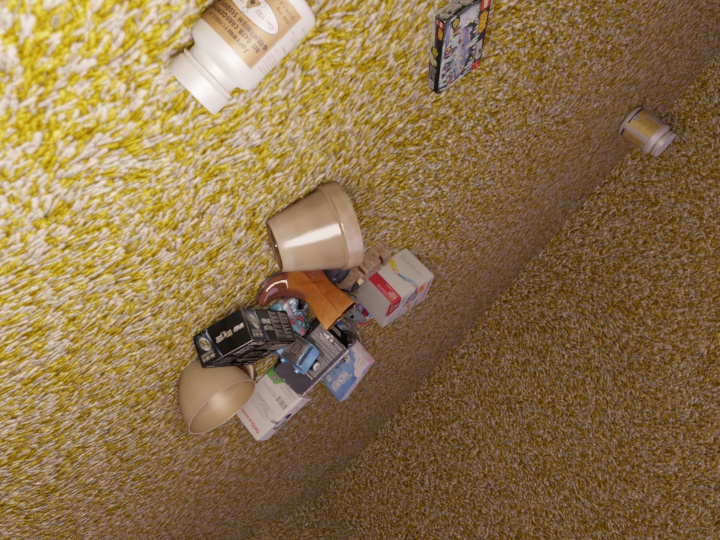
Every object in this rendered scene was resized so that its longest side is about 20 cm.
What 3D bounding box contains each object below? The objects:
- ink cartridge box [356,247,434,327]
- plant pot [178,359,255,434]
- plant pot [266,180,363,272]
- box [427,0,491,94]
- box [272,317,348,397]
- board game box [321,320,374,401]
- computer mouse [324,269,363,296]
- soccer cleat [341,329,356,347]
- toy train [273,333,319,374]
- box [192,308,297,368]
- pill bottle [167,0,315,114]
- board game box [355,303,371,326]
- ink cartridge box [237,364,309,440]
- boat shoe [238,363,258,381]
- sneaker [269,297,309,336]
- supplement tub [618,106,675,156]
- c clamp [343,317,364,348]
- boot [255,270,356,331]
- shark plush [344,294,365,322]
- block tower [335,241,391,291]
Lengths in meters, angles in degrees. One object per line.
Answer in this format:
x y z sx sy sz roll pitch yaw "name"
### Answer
0.112 0.054 1.955 0.199 0.145 0.146 -31 155 -30 "ink cartridge box"
-0.392 0.304 1.554 0.200 0.135 0.201 -36 158 -18 "plant pot"
-0.109 -0.078 1.325 0.173 0.201 0.200 -18 151 -14 "plant pot"
0.210 -0.492 1.289 0.137 0.040 0.200 -38 157 -15 "box"
-0.144 0.247 1.797 0.197 0.124 0.200 -46 -175 3 "box"
-0.072 0.296 1.999 0.043 0.199 0.200 -11 141 -52 "board game box"
-0.045 0.013 1.661 0.140 0.046 0.201 13 126 -26 "computer mouse"
-0.097 0.245 1.950 0.199 0.069 0.073 -18 150 19 "soccer cleat"
-0.198 0.204 1.627 0.087 0.199 0.114 -53 157 -17 "toy train"
-0.285 0.169 1.495 0.163 0.087 0.200 -29 163 21 "box"
-0.169 -0.323 0.845 0.200 0.114 0.114 -45 158 2 "pill bottle"
0.036 0.151 2.133 0.158 0.039 0.200 -36 156 -18 "board game box"
-0.288 0.427 1.935 0.200 0.146 0.084 -43 159 0 "ink cartridge box"
-0.336 0.307 1.757 0.075 0.075 0.203 -43 168 -41 "boat shoe"
-0.173 0.120 1.676 0.096 0.079 0.200 -45 158 -1 "sneaker"
1.271 -0.615 2.665 0.145 0.200 0.146 -36 157 -18 "supplement tub"
-0.025 0.221 2.049 0.027 0.171 0.201 -21 141 -11 "c clamp"
-0.139 0.079 1.496 0.188 0.200 0.069 -35 157 -19 "boot"
-0.039 0.119 1.894 0.091 0.083 0.200 -42 158 -4 "shark plush"
0.000 0.000 1.786 0.200 0.058 0.054 -36 156 -15 "block tower"
